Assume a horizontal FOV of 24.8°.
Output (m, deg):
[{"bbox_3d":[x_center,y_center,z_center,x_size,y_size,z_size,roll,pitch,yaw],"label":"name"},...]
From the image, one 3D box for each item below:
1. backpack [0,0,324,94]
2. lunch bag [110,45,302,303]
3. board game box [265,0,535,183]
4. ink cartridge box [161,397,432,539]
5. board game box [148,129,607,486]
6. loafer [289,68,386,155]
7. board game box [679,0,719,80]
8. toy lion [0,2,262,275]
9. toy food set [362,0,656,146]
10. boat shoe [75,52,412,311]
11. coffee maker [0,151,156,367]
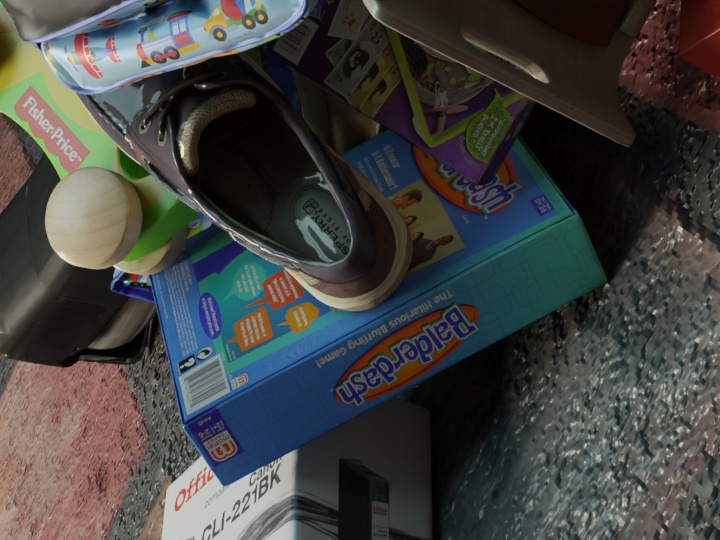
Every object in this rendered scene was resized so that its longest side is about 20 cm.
[{"bbox_3d":[-0.063,-0.189,0.691,0.181,0.135,0.201,-14,30,31],"label":"backpack"},{"bbox_3d":[-0.068,-0.086,0.974,0.201,0.093,0.151,118,169,-49],"label":"lunch bag"},{"bbox_3d":[0.055,-0.155,0.728,0.201,0.120,0.032,-60,-17,12],"label":"board game box"},{"bbox_3d":[-0.035,0.169,0.791,0.144,0.083,0.201,-44,32,41],"label":"ink cartridge box"},{"bbox_3d":[0.000,0.000,0.786,0.199,0.045,0.152,-28,32,3],"label":"board game box"},{"bbox_3d":[0.000,-0.104,0.846,0.067,0.200,0.077,-9,57,9],"label":"loafer"},{"bbox_3d":[0.198,-0.194,0.669,0.153,0.040,0.202,-34,41,51],"label":"board game box"},{"bbox_3d":[-0.120,-0.128,0.809,0.192,0.069,0.200,-47,70,13],"label":"toy lion"},{"bbox_3d":[0.100,-0.161,0.621,0.201,0.143,0.060,-61,35,12],"label":"toy food set"},{"bbox_3d":[-0.061,-0.060,0.722,0.072,0.200,0.065,-47,-17,-2],"label":"boat shoe"},{"bbox_3d":[-0.193,-0.023,1.131,0.135,0.191,0.200,59,138,14],"label":"coffee maker"}]
